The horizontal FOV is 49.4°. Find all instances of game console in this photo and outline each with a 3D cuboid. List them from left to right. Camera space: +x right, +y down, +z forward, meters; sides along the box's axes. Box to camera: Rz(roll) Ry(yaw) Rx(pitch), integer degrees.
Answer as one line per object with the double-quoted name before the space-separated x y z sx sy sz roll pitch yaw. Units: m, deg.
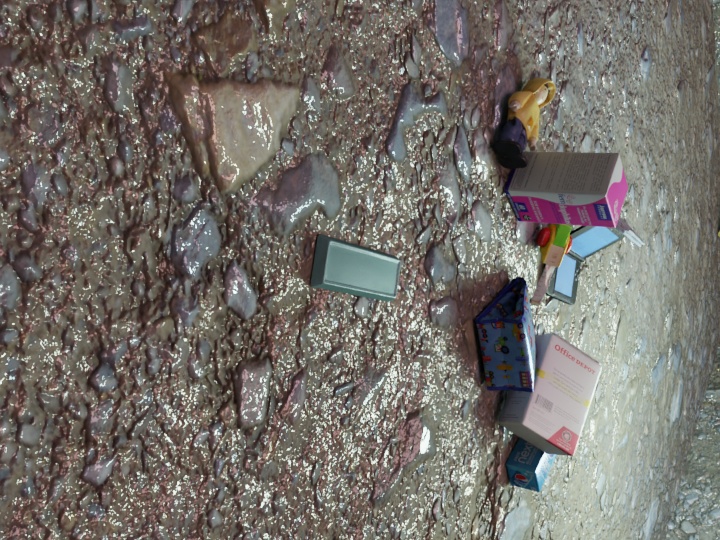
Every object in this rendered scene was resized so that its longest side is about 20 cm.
"game console" 0.497 -0.016 1.740 0.199 0.116 0.178 18 80 -55

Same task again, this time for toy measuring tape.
"toy measuring tape" 0.394 -0.026 1.646 0.073 0.073 0.202 3 108 -56

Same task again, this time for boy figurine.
"boy figurine" 0.313 -0.282 1.477 0.201 0.064 0.125 -60 136 -28

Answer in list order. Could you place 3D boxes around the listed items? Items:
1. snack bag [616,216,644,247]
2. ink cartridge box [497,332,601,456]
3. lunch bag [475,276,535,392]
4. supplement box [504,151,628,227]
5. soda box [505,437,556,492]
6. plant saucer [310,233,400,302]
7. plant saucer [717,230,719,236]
"snack bag" 0.553 -0.139 1.769 0.021 0.200 0.188 -46 152 17
"ink cartridge box" 0.384 0.249 1.577 0.145 0.083 0.201 33 69 -17
"lunch bag" 0.302 0.115 1.508 0.200 0.093 0.152 -46 129 -55
"supplement box" 0.391 -0.156 1.486 0.101 0.199 0.104 53 53 -44
"soda box" 0.381 0.370 1.667 0.200 0.067 0.065 -49 132 -41
"plant saucer" 0.000 0.000 1.094 0.199 0.019 0.071 14 83 -55
"plant saucer" 1.650 -0.215 3.336 0.049 0.198 0.201 -84 -169 -62
